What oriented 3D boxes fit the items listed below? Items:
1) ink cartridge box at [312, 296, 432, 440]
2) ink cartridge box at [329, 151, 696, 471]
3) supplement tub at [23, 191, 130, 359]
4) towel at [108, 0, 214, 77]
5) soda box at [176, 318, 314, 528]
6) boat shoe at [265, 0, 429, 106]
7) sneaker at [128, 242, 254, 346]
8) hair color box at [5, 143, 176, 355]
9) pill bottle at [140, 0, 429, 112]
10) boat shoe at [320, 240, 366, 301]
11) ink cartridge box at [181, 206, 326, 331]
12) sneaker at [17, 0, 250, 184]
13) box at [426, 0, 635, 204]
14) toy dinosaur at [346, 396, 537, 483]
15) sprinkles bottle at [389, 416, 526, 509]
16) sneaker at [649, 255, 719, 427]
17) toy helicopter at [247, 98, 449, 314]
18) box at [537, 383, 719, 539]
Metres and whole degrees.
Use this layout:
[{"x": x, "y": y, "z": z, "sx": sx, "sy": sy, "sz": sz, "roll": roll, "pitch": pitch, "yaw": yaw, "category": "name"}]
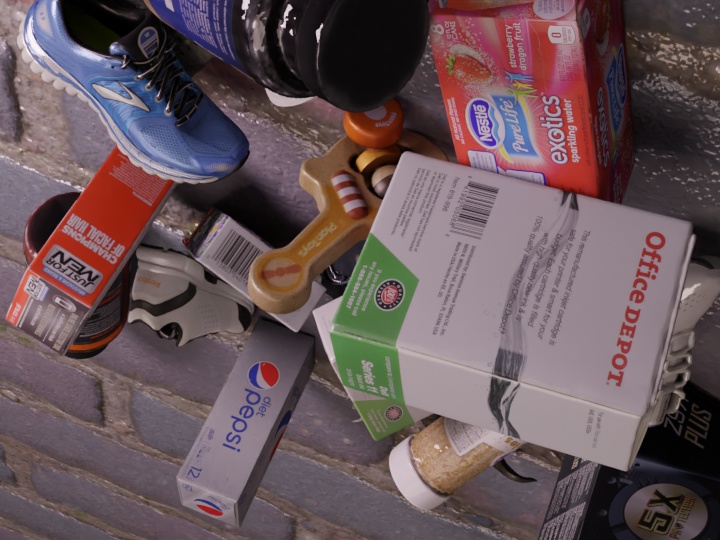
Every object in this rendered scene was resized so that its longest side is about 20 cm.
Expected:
[{"x": 0.074, "y": 0.047, "z": 0.988, "sx": 0.198, "sy": 0.068, "sz": 0.118, "roll": -25, "pitch": 132, "yaw": 2, "category": "ink cartridge box"}, {"x": 0.099, "y": 0.024, "z": 0.746, "sx": 0.198, "sy": 0.148, "sz": 0.083, "roll": 16, "pitch": 150, "yaw": 15, "category": "ink cartridge box"}, {"x": -0.292, "y": 0.016, "z": 1.209, "sx": 0.106, "sy": 0.108, "sz": 0.201, "roll": 24, "pitch": 146, "yaw": 4, "category": "supplement tub"}, {"x": -0.176, "y": -0.232, "z": 0.879, "sx": 0.200, "sy": 0.035, "sz": 0.192, "roll": 45, "pitch": 139, "yaw": -21, "category": "towel"}, {"x": -0.112, "y": 0.152, "z": 1.182, "sx": 0.067, "sy": 0.201, "sz": 0.064, "roll": 18, "pitch": 145, "yaw": 9, "category": "soda box"}, {"x": -0.004, "y": -0.172, "z": 0.807, "sx": 0.200, "sy": 0.060, "sz": 0.075, "roll": -35, "pitch": 71, "yaw": 52, "category": "boat shoe"}, {"x": -0.169, "y": 0.037, "z": 1.137, "sx": 0.073, "sy": 0.081, "sz": 0.200, "roll": 10, "pitch": 168, "yaw": 24, "category": "sneaker"}, {"x": -0.218, "y": -0.038, "z": 1.003, "sx": 0.064, "sy": 0.201, "sz": 0.111, "roll": 32, "pitch": 145, "yaw": -9, "category": "hair color box"}, {"x": -0.052, "y": -0.175, "z": 0.724, "sx": 0.200, "sy": 0.112, "sz": 0.112, "roll": 37, "pitch": 158, "yaw": 40, "category": "pill bottle"}, {"x": 0.000, "y": 0.000, "z": 1.020, "sx": 0.074, "sy": 0.062, "sz": 0.201, "roll": 31, "pitch": 151, "yaw": 29, "category": "boat shoe"}, {"x": -0.105, "y": -0.008, "z": 1.080, "sx": 0.109, "sy": 0.051, "sz": 0.200, "roll": 37, "pitch": 178, "yaw": -15, "category": "ink cartridge box"}, {"x": -0.166, "y": -0.143, "z": 0.884, "sx": 0.199, "sy": 0.079, "sz": 0.089, "roll": 36, "pitch": 145, "yaw": -12, "category": "sneaker"}, {"x": 0.118, "y": -0.116, "z": 0.766, "sx": 0.099, "sy": 0.096, "sz": 0.201, "roll": 8, "pitch": 142, "yaw": 24, "category": "box"}, {"x": 0.094, "y": 0.145, "z": 1.168, "sx": 0.198, "sy": 0.078, "sz": 0.102, "roll": 27, "pitch": 158, "yaw": -9, "category": "toy dinosaur"}, {"x": 0.116, "y": 0.141, "z": 1.064, "sx": 0.068, "sy": 0.069, "sz": 0.200, "roll": 40, "pitch": 118, "yaw": -20, "category": "sprinkles bottle"}, {"x": 0.230, "y": 0.067, "z": 0.909, "sx": 0.074, "sy": 0.088, "sz": 0.201, "roll": -2, "pitch": 140, "yaw": -26, "category": "sneaker"}, {"x": -0.002, "y": -0.032, "z": 0.865, "sx": 0.132, "sy": 0.200, "sz": 0.079, "roll": 37, "pitch": 149, "yaw": 15, "category": "toy helicopter"}, {"x": 0.255, "y": 0.203, "z": 1.000, "sx": 0.163, "sy": 0.201, "sz": 0.086, "roll": 30, "pitch": 148, "yaw": -5, "category": "box"}]
